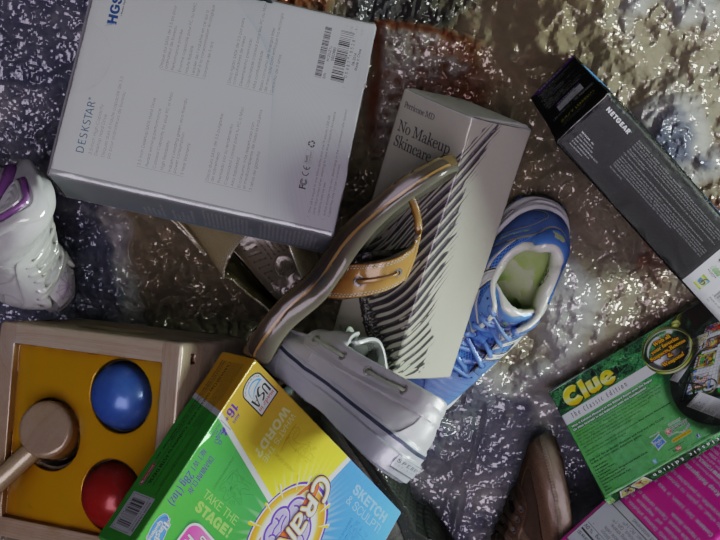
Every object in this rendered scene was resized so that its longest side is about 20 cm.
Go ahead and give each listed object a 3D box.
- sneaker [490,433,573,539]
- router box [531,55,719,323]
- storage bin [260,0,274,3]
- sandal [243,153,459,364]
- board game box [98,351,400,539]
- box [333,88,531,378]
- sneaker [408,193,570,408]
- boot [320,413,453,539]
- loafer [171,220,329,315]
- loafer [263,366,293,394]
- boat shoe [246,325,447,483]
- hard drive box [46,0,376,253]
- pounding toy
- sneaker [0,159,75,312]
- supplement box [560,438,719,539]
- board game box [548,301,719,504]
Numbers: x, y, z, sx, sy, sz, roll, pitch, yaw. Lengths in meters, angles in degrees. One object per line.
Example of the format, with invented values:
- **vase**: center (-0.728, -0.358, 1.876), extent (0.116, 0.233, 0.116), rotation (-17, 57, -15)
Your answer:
- **sneaker**: center (0.139, 0.234, 0.953), extent (0.075, 0.071, 0.202), rotation (-4, 108, 4)
- **router box**: center (0.210, -0.055, 0.811), extent (0.051, 0.149, 0.200), rotation (-42, 104, 14)
- **storage bin**: center (-0.080, -0.289, 0.742), extent (0.093, 0.135, 0.202), rotation (11, 109, -3)
- **sandal**: center (0.000, 0.000, 0.777), extent (0.055, 0.082, 0.200), rotation (44, 98, 2)
- **board game box**: center (-0.070, 0.180, 0.810), extent (0.200, 0.040, 0.154), rotation (50, 61, -34)
- **box**: center (0.050, -0.025, 0.843), extent (0.068, 0.082, 0.202), rotation (2, 109, -42)
- **sneaker**: center (0.093, 0.033, 0.882), extent (0.075, 0.077, 0.201), rotation (28, 109, -10)
- **boot**: center (-0.013, 0.212, 0.953), extent (0.130, 0.068, 0.201), rotation (-28, 106, 13)
- **loafer**: center (-0.094, -0.039, 0.865), extent (0.200, 0.068, 0.076), rotation (41, 105, -12)
- **loafer**: center (-0.141, 0.106, 0.917), extent (0.199, 0.072, 0.063), rotation (-27, 100, 12)
- **boat shoe**: center (-0.007, 0.076, 0.813), extent (0.067, 0.200, 0.073), rotation (-52, 135, -3)
- **hard drive box**: center (-0.101, -0.112, 0.803), extent (0.198, 0.077, 0.158), rotation (13, 81, -4)
- **pounding toy**: center (-0.210, 0.134, 0.841), extent (0.198, 0.142, 0.186), rotation (5, 91, 21)
- **sneaker**: center (-0.241, -0.019, 0.833), extent (0.099, 0.200, 0.075), rotation (34, 67, -17)
- **supplement box**: center (0.268, 0.203, 0.888), extent (0.200, 0.103, 0.101), rotation (-42, 124, 1)
- **board game box**: center (0.256, 0.089, 0.890), extent (0.199, 0.105, 0.023), rotation (-32, 146, 12)
